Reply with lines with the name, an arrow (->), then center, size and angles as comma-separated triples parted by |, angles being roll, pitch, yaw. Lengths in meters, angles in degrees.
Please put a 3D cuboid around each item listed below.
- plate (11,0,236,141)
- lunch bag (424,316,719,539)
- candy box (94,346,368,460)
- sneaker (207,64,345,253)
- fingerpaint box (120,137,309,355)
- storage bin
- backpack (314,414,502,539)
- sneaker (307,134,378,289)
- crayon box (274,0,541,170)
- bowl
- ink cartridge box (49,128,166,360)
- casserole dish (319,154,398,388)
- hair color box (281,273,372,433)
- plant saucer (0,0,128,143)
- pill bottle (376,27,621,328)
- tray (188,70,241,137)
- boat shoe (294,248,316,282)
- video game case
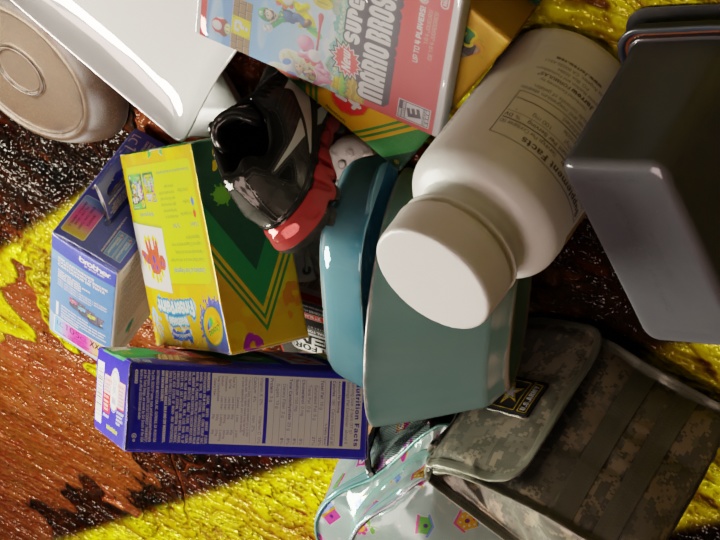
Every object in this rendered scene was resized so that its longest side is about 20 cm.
plate -> -0.183, -0.214, 1.630 | 0.200, 0.032, 0.200 | 39, 150, -1
lunch bag -> 0.167, 0.141, 1.635 | 0.199, 0.164, 0.118 | 30, 154, 13
candy box -> -0.106, 0.106, 1.693 | 0.198, 0.078, 0.169 | 4, -179, -16
sneaker -> -0.062, -0.110, 1.526 | 0.098, 0.202, 0.071 | 35, 129, -29
fingerpaint box -> -0.120, -0.023, 1.680 | 0.200, 0.073, 0.169 | 179, 80, -68
storage bin -> 0.228, -0.051, 1.352 | 0.145, 0.135, 0.201 | 4, 136, 44
backpack -> 0.061, 0.212, 1.796 | 0.176, 0.154, 0.199 | 43, 129, -19
sneaker -> 0.004, -0.023, 1.686 | 0.076, 0.081, 0.202 | 8, 121, 22
crayon box -> 0.034, -0.174, 1.449 | 0.127, 0.051, 0.200 | 39, 138, -2
bowl -> 0.072, 0.026, 1.591 | 0.104, 0.202, 0.202 | 7, 141, 10
ink cartridge box -> -0.209, -0.028, 1.840 | 0.076, 0.137, 0.200 | 30, 148, 7
casserole dish -> 0.000, 0.000, 1.566 | 0.038, 0.122, 0.201 | 8, 137, 12
hair color box -> -0.010, 0.077, 1.839 | 0.101, 0.061, 0.201 | 16, 143, 31
plant saucer -> -0.293, -0.184, 1.830 | 0.199, 0.032, 0.201 | 27, 146, 20
pill bottle -> 0.100, -0.061, 1.409 | 0.114, 0.200, 0.115 | 27, 148, 19
tray -> -0.160, -0.191, 1.688 | 0.107, 0.022, 0.201 | 3, 134, 44
boat shoe -> -0.050, -0.070, 1.696 | 0.069, 0.071, 0.201 | 3, 134, -6
video game case -> -0.022, -0.185, 1.425 | 0.199, 0.017, 0.144 | 25, 137, 15
